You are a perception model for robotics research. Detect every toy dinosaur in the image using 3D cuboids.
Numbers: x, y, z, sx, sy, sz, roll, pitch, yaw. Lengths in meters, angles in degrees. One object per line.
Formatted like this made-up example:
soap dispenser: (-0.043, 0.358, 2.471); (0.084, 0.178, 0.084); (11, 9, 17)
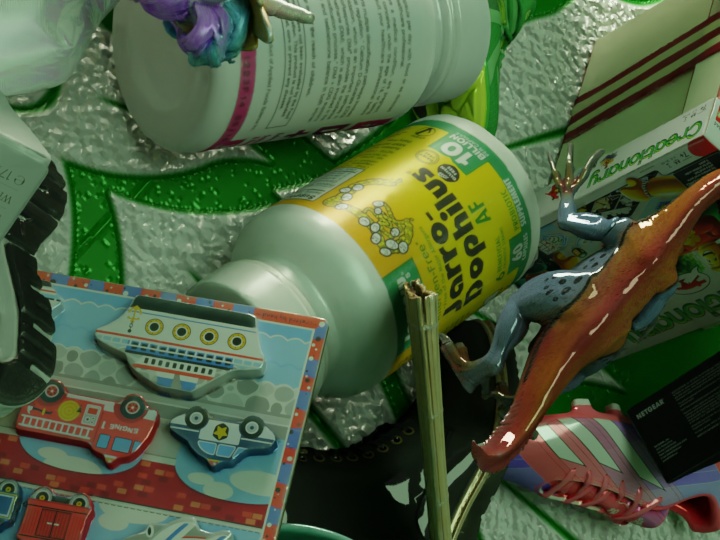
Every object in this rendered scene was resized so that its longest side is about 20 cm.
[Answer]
toy dinosaur: (0.141, 0.018, 0.848); (0.105, 0.181, 0.200); (46, 18, -26)

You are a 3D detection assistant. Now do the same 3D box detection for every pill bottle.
pill bottle: (0.000, 0.000, 0.891); (0.200, 0.113, 0.113); (-33, 94, -39)
pill bottle: (-0.029, -0.133, 0.918); (0.199, 0.113, 0.114); (-12, 81, -37)

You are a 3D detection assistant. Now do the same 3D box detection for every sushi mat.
sushi mat: (0.037, 0.106, 0.801); (0.012, 0.096, 0.201); (-6, 96, -3)

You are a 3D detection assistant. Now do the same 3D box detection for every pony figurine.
pony figurine: (-0.124, -0.169, 0.753); (0.192, 0.167, 0.200); (6, 38, -14)

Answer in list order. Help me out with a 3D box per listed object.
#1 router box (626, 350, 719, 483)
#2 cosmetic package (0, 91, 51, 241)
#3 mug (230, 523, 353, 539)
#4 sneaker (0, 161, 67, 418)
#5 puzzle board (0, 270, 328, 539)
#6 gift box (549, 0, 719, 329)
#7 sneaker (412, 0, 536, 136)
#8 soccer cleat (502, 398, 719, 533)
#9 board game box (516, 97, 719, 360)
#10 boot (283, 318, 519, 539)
router box: (0.277, 0.046, 0.957); (0.157, 0.200, 0.052); (-8, 65, -53)
cosmetic package: (-0.233, -0.001, 0.662); (0.113, 0.081, 0.200); (25, 105, -41)
mug: (-0.042, 0.192, 0.778); (0.151, 0.114, 0.186); (-21, 73, -8)
sneaker: (-0.194, -0.002, 0.756); (0.078, 0.090, 0.200); (35, 31, -33)
puzzle board: (-0.127, 0.072, 0.761); (0.199, 0.017, 0.151); (10, 63, 7)
gift box: (0.239, -0.088, 1.049); (0.200, 0.187, 0.185); (31, 58, -25)
sneaker: (0.078, -0.162, 1.031); (0.083, 0.074, 0.201); (13, 66, -28)
soccer cleat: (0.151, 0.123, 0.988); (0.199, 0.067, 0.077); (6, 70, -38)
board game box: (0.180, -0.018, 0.971); (0.126, 0.200, 0.035); (37, 54, -19)
boot: (0.005, 0.097, 0.889); (0.138, 0.077, 0.201); (26, 59, -20)
